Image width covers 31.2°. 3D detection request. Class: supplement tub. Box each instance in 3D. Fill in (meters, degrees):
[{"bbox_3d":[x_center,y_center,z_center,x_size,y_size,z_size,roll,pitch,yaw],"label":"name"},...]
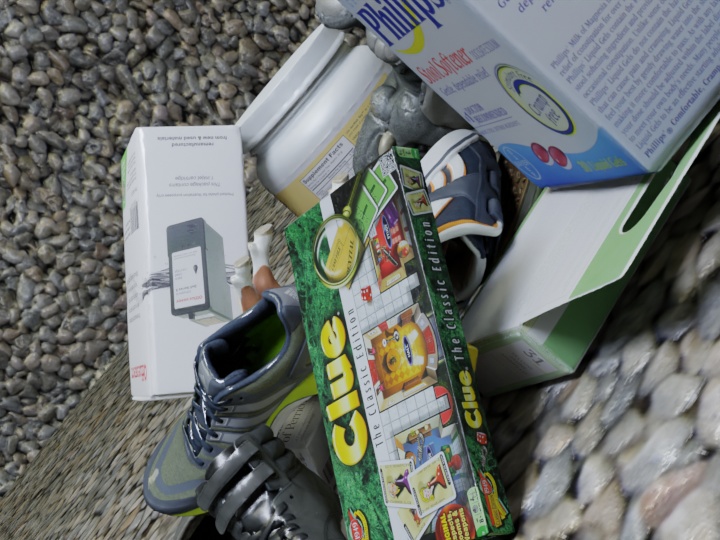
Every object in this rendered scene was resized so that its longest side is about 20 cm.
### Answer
[{"bbox_3d":[0.006,-0.088,1.045,0.146,0.200,0.146,-47,11,12],"label":"supplement tub"}]

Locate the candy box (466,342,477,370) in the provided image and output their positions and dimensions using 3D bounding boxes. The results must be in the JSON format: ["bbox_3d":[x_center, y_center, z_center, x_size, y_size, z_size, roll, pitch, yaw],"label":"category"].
[{"bbox_3d":[0.024,0.080,0.763,0.200,0.026,0.103,-153,75,-79],"label":"candy box"}]

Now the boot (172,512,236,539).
[{"bbox_3d":[-0.087,0.137,1.011,0.183,0.072,0.200,-62,2,11],"label":"boot"}]

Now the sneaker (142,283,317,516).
[{"bbox_3d":[-0.084,0.078,0.824,0.201,0.081,0.074,-51,54,16],"label":"sneaker"}]

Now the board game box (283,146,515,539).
[{"bbox_3d":[0.014,0.049,0.667,0.105,0.023,0.202,-35,61,47],"label":"board game box"}]

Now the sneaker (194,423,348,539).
[{"bbox_3d":[-0.050,0.153,0.732,0.071,0.099,0.200,-47,11,5],"label":"sneaker"}]

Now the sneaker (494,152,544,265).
[{"bbox_3d":[0.146,-0.088,0.844,0.067,0.089,0.202,-109,29,-63],"label":"sneaker"}]

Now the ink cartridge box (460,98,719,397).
[{"bbox_3d":[0.132,-0.013,0.693,0.146,0.048,0.200,-54,11,-24],"label":"ink cartridge box"}]

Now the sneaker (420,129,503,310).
[{"bbox_3d":[0.054,-0.024,0.805,0.200,0.079,0.079,-41,-27,-51],"label":"sneaker"}]

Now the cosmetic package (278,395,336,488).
[{"bbox_3d":[-0.033,0.079,0.953,0.082,0.051,0.201,-7,33,27],"label":"cosmetic package"}]

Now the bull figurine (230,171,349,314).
[{"bbox_3d":[0.000,0.000,0.901,0.199,0.122,0.065,-36,19,-15],"label":"bull figurine"}]

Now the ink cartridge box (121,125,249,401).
[{"bbox_3d":[-0.139,-0.001,1.017,0.145,0.083,0.203,162,105,-74],"label":"ink cartridge box"}]

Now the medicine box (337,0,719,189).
[{"bbox_3d":[0.083,-0.148,0.685,0.103,0.200,0.182,-50,8,-5],"label":"medicine box"}]

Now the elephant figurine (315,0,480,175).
[{"bbox_3d":[0.054,-0.140,0.905,0.154,0.201,0.142,10,50,35],"label":"elephant figurine"}]
